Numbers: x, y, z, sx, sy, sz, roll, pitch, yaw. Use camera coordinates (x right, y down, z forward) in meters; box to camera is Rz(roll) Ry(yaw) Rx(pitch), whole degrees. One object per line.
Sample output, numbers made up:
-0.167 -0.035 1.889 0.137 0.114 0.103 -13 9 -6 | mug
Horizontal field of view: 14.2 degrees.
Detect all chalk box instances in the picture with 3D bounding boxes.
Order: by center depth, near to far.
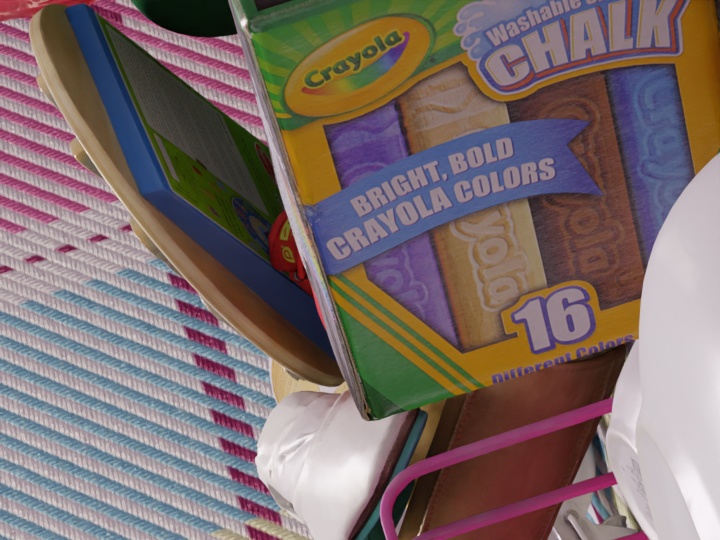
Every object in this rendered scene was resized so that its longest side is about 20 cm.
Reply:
0.025 -0.081 0.804 0.124 0.124 0.200 -109 3 -46 | chalk box

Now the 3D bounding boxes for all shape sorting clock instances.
-0.070 -0.030 1.210 0.200 0.039 0.200 45 -166 -14 | shape sorting clock

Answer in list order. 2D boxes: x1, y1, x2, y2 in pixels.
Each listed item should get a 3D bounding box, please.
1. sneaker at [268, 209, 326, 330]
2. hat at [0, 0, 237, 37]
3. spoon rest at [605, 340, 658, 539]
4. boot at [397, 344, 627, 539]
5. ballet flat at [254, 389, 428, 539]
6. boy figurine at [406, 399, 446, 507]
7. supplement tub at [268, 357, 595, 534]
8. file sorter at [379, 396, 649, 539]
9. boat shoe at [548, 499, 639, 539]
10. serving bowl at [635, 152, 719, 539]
0.000 0.000 1.128 0.077 0.085 0.200 -67 -13 -2 | sneaker
-0.082 -0.109 1.273 0.176 0.166 0.200 -65 30 27 | hat
0.098 0.038 0.983 0.200 0.061 0.099 49 162 48 | spoon rest
0.068 0.105 1.227 0.175 0.066 0.200 -20 -46 -61 | boot
-0.013 0.080 1.176 0.200 0.069 0.069 92 160 -79 | ballet flat
0.039 0.023 1.327 0.124 0.064 0.200 74 -161 -64 | boy figurine
0.031 0.067 1.511 0.200 0.145 0.145 -112 5 -59 | supplement tub
0.090 0.163 1.104 0.200 0.125 0.139 74 177 -50 | file sorter
0.104 0.140 1.359 0.200 0.065 0.074 51 167 6 | boat shoe
0.108 0.065 0.664 0.200 0.066 0.200 161 90 -88 | serving bowl
